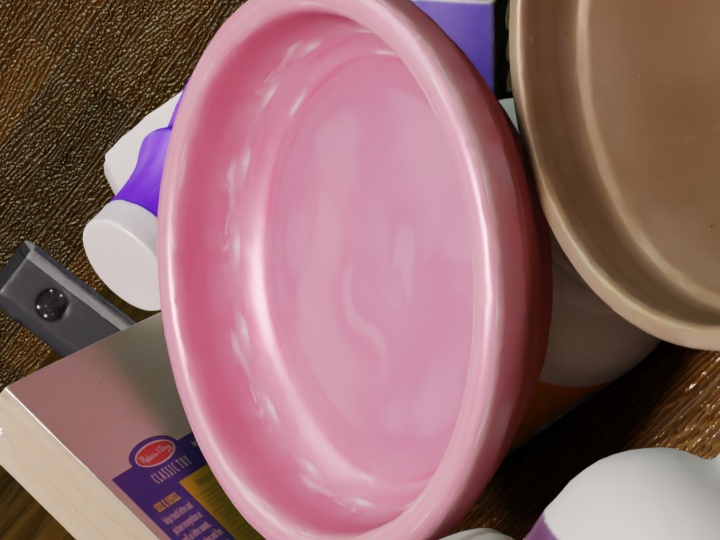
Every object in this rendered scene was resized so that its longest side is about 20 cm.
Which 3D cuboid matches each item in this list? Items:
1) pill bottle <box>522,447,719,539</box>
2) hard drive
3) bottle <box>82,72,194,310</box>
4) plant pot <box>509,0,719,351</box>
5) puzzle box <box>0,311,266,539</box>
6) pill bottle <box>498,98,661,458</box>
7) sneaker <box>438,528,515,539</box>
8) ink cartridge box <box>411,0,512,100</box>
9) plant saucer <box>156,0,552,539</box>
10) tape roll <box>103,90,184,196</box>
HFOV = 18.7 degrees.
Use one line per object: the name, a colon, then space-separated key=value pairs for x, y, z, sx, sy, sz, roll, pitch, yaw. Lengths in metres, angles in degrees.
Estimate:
pill bottle: x=0.058 y=0.107 z=0.410 sx=0.201 sy=0.112 sz=0.112 roll=-52 pitch=9 yaw=4
hard drive: x=-0.084 y=0.061 z=1.008 sx=0.033 sy=0.200 sz=0.140 roll=-52 pitch=10 yaw=-5
bottle: x=-0.039 y=-0.063 z=0.942 sx=0.200 sy=0.065 sz=0.084 roll=-47 pitch=-33 yaw=-34
plant pot: x=0.136 y=-0.076 z=0.634 sx=0.200 sy=0.092 sz=0.203 roll=-6 pitch=83 yaw=58
puzzle box: x=-0.054 y=0.076 z=0.851 sx=0.025 sy=0.133 sz=0.200 roll=-49 pitch=-8 yaw=21
pill bottle: x=0.051 y=0.005 z=0.820 sx=0.200 sy=0.111 sz=0.111 roll=-43 pitch=14 yaw=49
sneaker: x=0.041 y=0.134 z=0.594 sx=0.084 sy=0.073 sz=0.200 roll=-18 pitch=21 yaw=23
ink cartridge box: x=0.058 y=-0.076 z=0.993 sx=0.199 sy=0.043 sz=0.201 roll=85 pitch=-154 yaw=-45
plant saucer: x=0.000 y=0.000 z=0.751 sx=0.050 sy=0.202 sz=0.200 roll=-6 pitch=-24 yaw=-36
tape roll: x=-0.030 y=-0.067 z=1.114 sx=0.201 sy=0.071 sz=0.202 roll=-28 pitch=-5 yaw=-2
